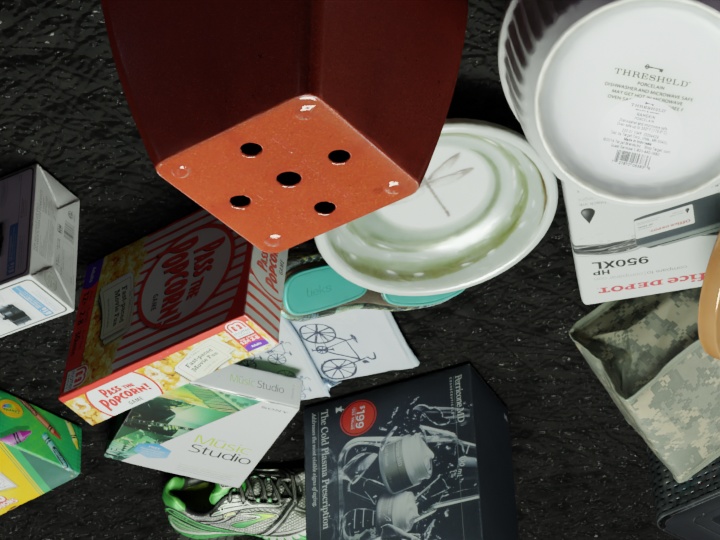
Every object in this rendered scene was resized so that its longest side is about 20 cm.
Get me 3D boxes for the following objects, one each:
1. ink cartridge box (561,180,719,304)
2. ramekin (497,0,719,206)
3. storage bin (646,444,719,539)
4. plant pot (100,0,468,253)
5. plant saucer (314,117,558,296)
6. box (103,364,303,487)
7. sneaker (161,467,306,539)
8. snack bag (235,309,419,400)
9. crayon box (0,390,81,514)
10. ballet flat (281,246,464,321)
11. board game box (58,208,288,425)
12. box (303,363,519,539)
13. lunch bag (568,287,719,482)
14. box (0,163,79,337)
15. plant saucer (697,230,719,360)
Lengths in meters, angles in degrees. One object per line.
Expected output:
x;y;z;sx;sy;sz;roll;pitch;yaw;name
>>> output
0.235;-0.067;1.520;0.144;0.084;0.200;-9;145;7;ink cartridge box
0.198;-0.140;1.328;0.200;0.105;0.200;0;120;1;ramekin
0.406;0.203;1.926;0.200;0.094;0.135;-31;137;34;storage bin
-0.050;-0.132;1.324;0.200;0.176;0.200;-23;141;27;plant pot
0.058;-0.061;1.534;0.200;0.050;0.200;-6;139;-5;plant saucer
-0.154;0.144;1.825;0.144;0.036;0.200;14;146;-14;box
-0.110;0.238;1.954;0.200;0.078;0.085;-11;144;13;sneaker
-0.057;0.065;1.753;0.200;0.021;0.189;-11;145;12;snack bag
-0.387;0.192;1.885;0.200;0.058;0.119;-28;139;32;crayon box
0.000;0.000;1.618;0.200;0.074;0.074;-4;151;-33;ballet flat
-0.151;0.027;1.571;0.200;0.152;0.046;-25;131;28;board game box
0.048;0.216;1.824;0.182;0.200;0.104;-16;143;19;box
0.310;0.062;1.682;0.200;0.118;0.164;-37;137;2;lunch bag
-0.330;0.003;1.559;0.200;0.117;0.060;-19;143;23;box
0.335;-0.016;1.522;0.032;0.200;0.200;27;159;30;plant saucer
